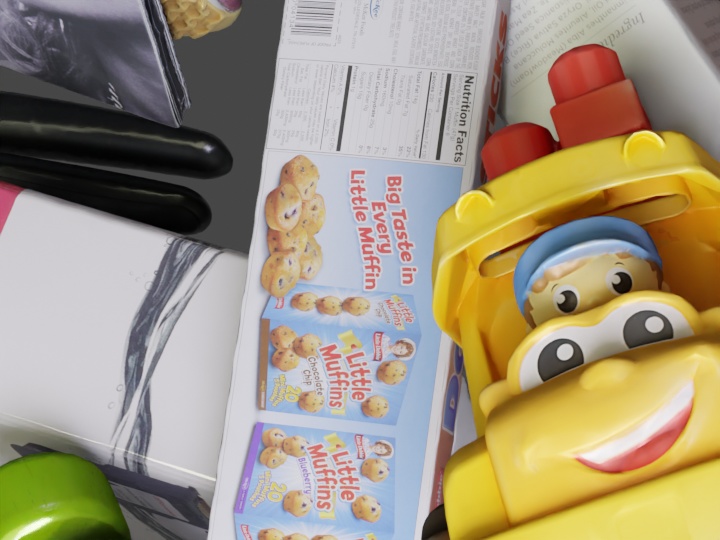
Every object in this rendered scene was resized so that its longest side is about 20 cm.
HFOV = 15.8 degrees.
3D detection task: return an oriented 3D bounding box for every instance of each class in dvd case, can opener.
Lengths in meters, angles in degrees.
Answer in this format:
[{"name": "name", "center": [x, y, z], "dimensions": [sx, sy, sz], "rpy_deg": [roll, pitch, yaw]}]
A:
[{"name": "dvd case", "center": [-0.144, -0.136, 0.930], "dimensions": [0.148, 0.016, 0.200], "rpy_deg": [21, 152, 21]}, {"name": "can opener", "center": [-0.145, -0.046, 1.015], "dimensions": [0.198, 0.079, 0.064], "rpy_deg": [1, 63, 17]}]

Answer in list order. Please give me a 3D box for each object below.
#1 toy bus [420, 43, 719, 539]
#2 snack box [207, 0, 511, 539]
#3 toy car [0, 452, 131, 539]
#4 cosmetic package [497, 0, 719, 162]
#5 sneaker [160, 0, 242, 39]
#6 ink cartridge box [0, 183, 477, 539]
[{"name": "toy bus", "center": [0.078, 0.023, 0.753], "dimensions": [0.135, 0.200, 0.193], "rpy_deg": [-17, 76, 9]}, {"name": "snack box", "center": [0.000, 0.000, 0.829], "dimensions": [0.071, 0.024, 0.202], "rpy_deg": [6, 80, 14]}, {"name": "toy car", "center": [-0.047, 0.175, 0.857], "dimensions": [0.158, 0.199, 0.165], "rpy_deg": [-53, 43, 23]}, {"name": "cosmetic package", "center": [0.092, -0.067, 0.891], "dimensions": [0.071, 0.101, 0.201], "rpy_deg": [-36, 87, 18]}, {"name": "sneaker", "center": [-0.114, -0.171, 0.962], "dimensions": [0.200, 0.090, 0.075], "rpy_deg": [37, 155, -14]}, {"name": "ink cartridge box", "center": [-0.068, 0.047, 0.935], "dimensions": [0.199, 0.145, 0.085], "rpy_deg": [17, 73, 16]}]
